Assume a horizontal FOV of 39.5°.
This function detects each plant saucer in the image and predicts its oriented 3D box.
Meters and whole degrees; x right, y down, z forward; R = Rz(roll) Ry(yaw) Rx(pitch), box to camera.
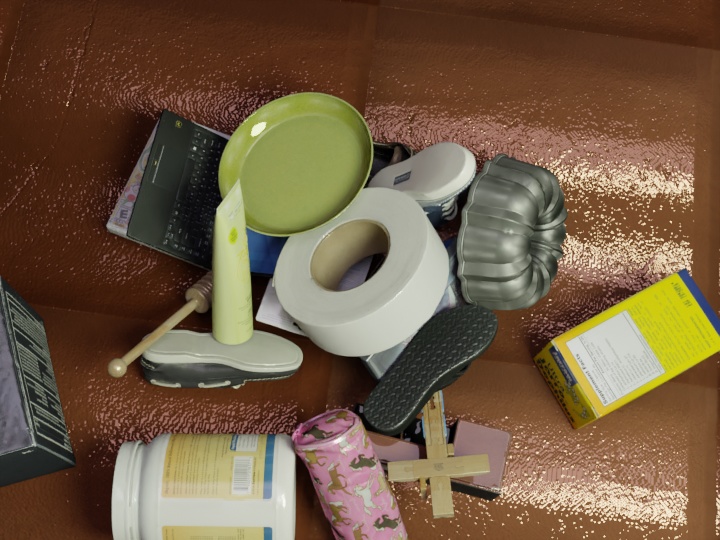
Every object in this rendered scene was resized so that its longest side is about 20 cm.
[{"bbox_3d":[-0.077,-0.127,1.235,0.200,0.031,0.200,-7,64,14],"label":"plant saucer"}]

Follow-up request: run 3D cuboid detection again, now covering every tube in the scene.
[{"bbox_3d":[-0.155,-0.004,1.198,0.052,0.200,0.058,-14,35,-25],"label":"tube"}]

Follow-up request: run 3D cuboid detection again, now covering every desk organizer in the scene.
[{"bbox_3d":[0.078,0.215,1.224,0.200,0.072,0.077,14,70,2],"label":"desk organizer"}]

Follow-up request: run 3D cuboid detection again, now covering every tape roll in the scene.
[{"bbox_3d":[0.000,0.000,1.186,0.202,0.071,0.203,-16,49,19],"label":"tape roll"}]

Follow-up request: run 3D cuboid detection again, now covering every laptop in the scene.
[{"bbox_3d":[-0.165,-0.096,1.264,0.200,0.103,0.177,24,69,-32],"label":"laptop"}]

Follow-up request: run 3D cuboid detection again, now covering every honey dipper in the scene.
[{"bbox_3d":[-0.238,0.068,1.228,0.038,0.038,0.200,39,49,9],"label":"honey dipper"}]

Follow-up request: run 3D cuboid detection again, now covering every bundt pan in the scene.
[{"bbox_3d":[0.196,-0.040,1.235,0.076,0.202,0.202,12,70,31],"label":"bundt pan"}]

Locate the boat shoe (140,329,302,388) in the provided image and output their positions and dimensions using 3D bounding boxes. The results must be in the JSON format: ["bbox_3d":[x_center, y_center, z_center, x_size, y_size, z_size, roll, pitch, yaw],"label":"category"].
[{"bbox_3d":[-0.173,0.117,1.249,0.200,0.060,0.074,1,33,-7],"label":"boat shoe"}]

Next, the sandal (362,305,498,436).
[{"bbox_3d":[0.083,0.117,1.197,0.200,0.048,0.075,-42,59,-10],"label":"sandal"}]

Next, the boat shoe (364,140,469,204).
[{"bbox_3d":[0.048,-0.128,1.326,0.200,0.073,0.075,10,73,1],"label":"boat shoe"}]

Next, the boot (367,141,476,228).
[{"bbox_3d":[0.096,-0.099,1.232,0.090,0.200,0.073,27,73,-28],"label":"boot"}]

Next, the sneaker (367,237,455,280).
[{"bbox_3d":[0.091,0.001,1.268,0.200,0.111,0.077,-24,75,-10],"label":"sneaker"}]

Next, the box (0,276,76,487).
[{"bbox_3d":[-0.427,0.138,1.157,0.123,0.200,0.199,-17,74,-8],"label":"box"}]

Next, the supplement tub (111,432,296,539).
[{"bbox_3d":[-0.176,0.260,1.159,0.200,0.145,0.145,1,73,-2],"label":"supplement tub"}]

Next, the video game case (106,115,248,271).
[{"bbox_3d":[-0.208,-0.099,1.333,0.200,0.023,0.182,21,73,4],"label":"video game case"}]

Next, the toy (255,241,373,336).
[{"bbox_3d":[-0.047,-0.004,1.298,0.115,0.047,0.200,17,72,6],"label":"toy"}]

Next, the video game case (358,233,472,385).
[{"bbox_3d":[0.086,0.066,1.236,0.019,0.143,0.200,29,72,34],"label":"video game case"}]

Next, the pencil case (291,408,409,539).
[{"bbox_3d":[-0.011,0.256,1.154,0.086,0.083,0.200,-27,111,-22],"label":"pencil case"}]

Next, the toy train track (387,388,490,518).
[{"bbox_3d":[0.088,0.199,1.174,0.115,0.033,0.200,-5,51,2],"label":"toy train track"}]

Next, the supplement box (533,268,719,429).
[{"bbox_3d":[0.336,0.100,1.250,0.200,0.110,0.109,-26,76,-11],"label":"supplement box"}]
